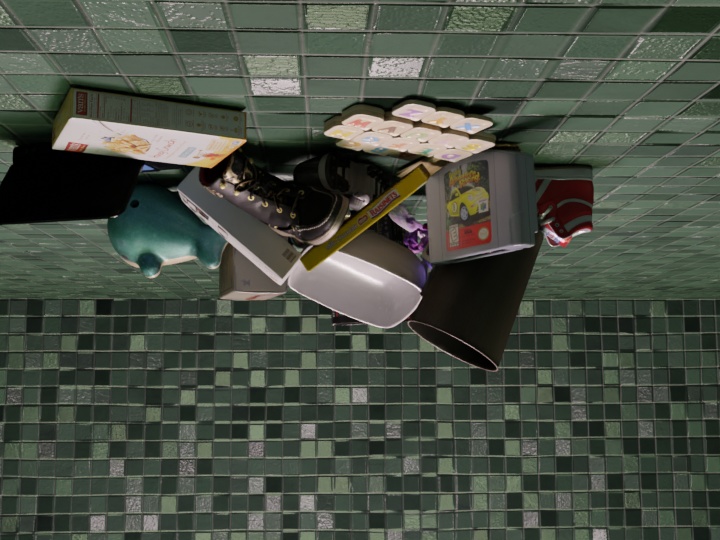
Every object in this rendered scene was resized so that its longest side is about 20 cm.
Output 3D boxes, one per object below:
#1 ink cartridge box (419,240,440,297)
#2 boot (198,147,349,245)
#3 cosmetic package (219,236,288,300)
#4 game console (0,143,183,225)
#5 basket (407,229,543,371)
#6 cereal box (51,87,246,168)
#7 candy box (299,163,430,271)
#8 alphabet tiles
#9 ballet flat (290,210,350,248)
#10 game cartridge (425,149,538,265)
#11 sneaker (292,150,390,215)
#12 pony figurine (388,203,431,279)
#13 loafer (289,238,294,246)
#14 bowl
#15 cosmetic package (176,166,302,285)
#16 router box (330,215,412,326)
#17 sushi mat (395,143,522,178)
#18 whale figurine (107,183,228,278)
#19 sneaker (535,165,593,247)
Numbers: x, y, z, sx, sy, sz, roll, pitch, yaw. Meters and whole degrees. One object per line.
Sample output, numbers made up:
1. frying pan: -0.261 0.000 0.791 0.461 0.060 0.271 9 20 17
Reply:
1. ink cartridge box: 0.171 -0.006 1.428 0.043 0.201 0.198 17 161 42
2. boot: -0.116 -0.101 1.204 0.150 0.074 0.199 31 171 -30
3. cosmetic package: -0.178 -0.007 1.505 0.086 0.105 0.200 2 176 -15
4. game console: -0.353 -0.106 1.194 0.197 0.118 0.176 -2 173 15
5. basket: 0.173 0.020 1.316 0.135 0.202 0.180 20 167 32
6. cereal box: -0.246 -0.161 1.062 0.198 0.040 0.144 3 172 -25
7. candy box: 0.008 -0.073 1.237 0.199 0.027 0.102 -37 -178 11
8. alphabet tiles: 0.060 -0.163 1.109 0.198 0.015 0.195 7 170 -28
9. ballet flat: -0.054 -0.082 1.523 0.075 0.068 0.200 -28 -177 19
10. game cartridge: 0.151 -0.084 1.198 0.040 0.135 0.199 6 170 -31
11. sneaker: -0.026 -0.121 1.304 0.090 0.067 0.199 -1 170 31
12. pony figurine: 0.124 -0.046 1.508 0.164 0.203 0.193 -1 159 14
13. loafer: -0.174 -0.074 1.620 0.070 0.074 0.199 -5 171 44
14. bowl: 0.000 0.000 1.427 0.198 0.075 0.200 24 153 -8
15. cosmetic package: -0.177 -0.063 1.343 0.200 0.051 0.083 41 172 0
16. router box: 0.016 -0.003 1.667 0.148 0.203 0.062 -5 176 36
17. sushi mat: 0.131 -0.149 1.273 0.094 0.012 0.200 3 172 -22
18. whale figurine: -0.295 -0.066 1.401 0.198 0.160 0.104 16 155 20
19. sneaker: 0.242 -0.088 1.331 0.197 0.114 0.071 -4 173 2
